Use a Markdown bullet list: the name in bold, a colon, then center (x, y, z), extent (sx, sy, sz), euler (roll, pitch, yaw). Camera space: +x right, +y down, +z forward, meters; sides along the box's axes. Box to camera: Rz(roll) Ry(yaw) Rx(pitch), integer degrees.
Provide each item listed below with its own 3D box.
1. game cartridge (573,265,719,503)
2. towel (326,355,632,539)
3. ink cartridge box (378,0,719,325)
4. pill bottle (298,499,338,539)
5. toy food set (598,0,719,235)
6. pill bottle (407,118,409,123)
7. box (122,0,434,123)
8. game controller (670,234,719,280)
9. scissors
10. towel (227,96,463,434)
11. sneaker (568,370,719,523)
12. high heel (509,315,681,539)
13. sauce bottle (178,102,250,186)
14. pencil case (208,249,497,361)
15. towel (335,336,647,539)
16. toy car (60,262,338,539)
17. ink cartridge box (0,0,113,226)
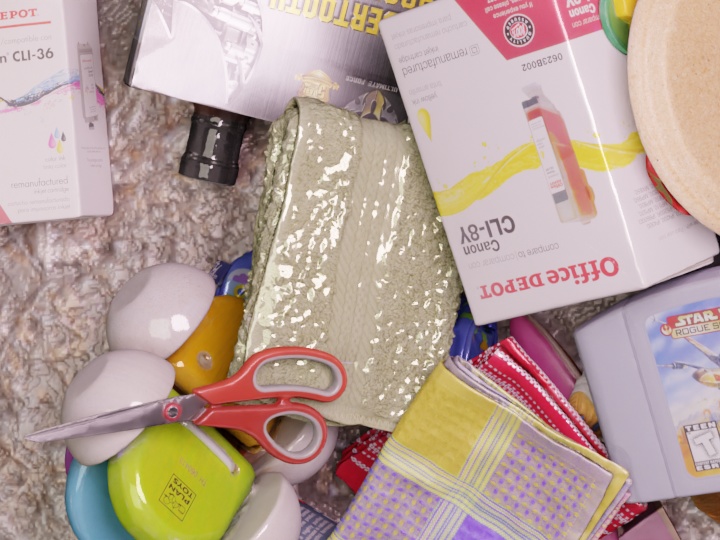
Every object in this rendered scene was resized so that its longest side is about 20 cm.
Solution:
- **game cartridge**: center (0.230, 0.063, 1.479), extent (0.200, 0.042, 0.133), euler (-12, 105, 29)
- **towel**: center (0.063, 0.163, 1.548), extent (0.144, 0.023, 0.200), euler (35, 112, 6)
- **ink cartridge box**: center (0.113, -0.079, 1.486), extent (0.145, 0.083, 0.200), euler (-14, 96, 46)
- **pill bottle**: center (-0.061, 0.211, 1.672), extent (0.200, 0.120, 0.120), euler (29, 99, 13)
- **toy food set**: center (0.231, -0.112, 1.455), extent (0.049, 0.200, 0.198), euler (-9, 92, 57)
- **pill bottle**: center (0.139, -0.097, 1.606), extent (0.200, 0.114, 0.114), euler (11, 95, 16)
- **box**: center (-0.043, -0.176, 1.645), extent (0.200, 0.048, 0.159), euler (14, 95, -13)
- **game controller**: center (0.286, -0.016, 1.532), extent (0.200, 0.042, 0.104), euler (1, 79, -12)
- **scissors**: center (-0.103, 0.076, 1.493), extent (0.200, 0.014, 0.073), euler (6, 98, -23)
- **towel**: center (0.000, 0.000, 1.548), extent (0.148, 0.036, 0.200), euler (10, 92, -20)
- **sneaker**: center (0.232, 0.104, 1.594), extent (0.200, 0.075, 0.088), euler (31, 64, -13)
- **high heel**: center (0.128, 0.129, 1.637), extent (0.096, 0.067, 0.200), euler (-31, 86, 4)
- **sauce bottle**: center (-0.085, -0.159, 1.698), extent (0.066, 0.066, 0.200), euler (16, 97, 15)
- **pencil case**: center (-0.004, 0.040, 1.672), extent (0.200, 0.078, 0.087), euler (14, 87, 16)
- **towel**: center (0.081, 0.139, 1.618), extent (0.145, 0.022, 0.200), euler (50, 136, -2)
- **toy car**: center (-0.124, 0.109, 1.595), extent (0.150, 0.200, 0.175), euler (-28, 117, 36)
- **ink cartridge box**: center (-0.246, -0.133, 1.742), extent (0.116, 0.067, 0.200), euler (-5, 90, 16)
